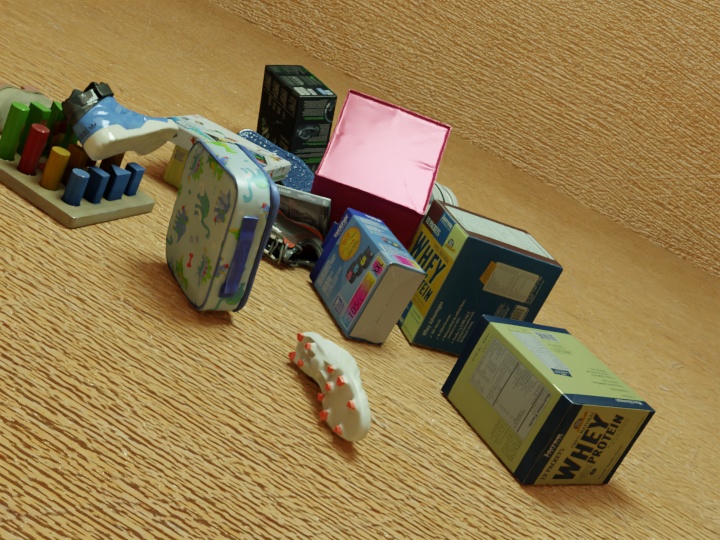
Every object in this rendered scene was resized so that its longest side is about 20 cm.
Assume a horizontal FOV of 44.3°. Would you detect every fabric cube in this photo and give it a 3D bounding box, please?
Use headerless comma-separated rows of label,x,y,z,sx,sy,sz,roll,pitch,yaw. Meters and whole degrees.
fabric cube,0.024,-0.150,1.536,0.194,0.200,0.202,21,60,-1

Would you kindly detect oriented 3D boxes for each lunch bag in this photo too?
lunch bag,-0.184,-0.055,1.164,0.082,0.202,0.161,2,29,-36

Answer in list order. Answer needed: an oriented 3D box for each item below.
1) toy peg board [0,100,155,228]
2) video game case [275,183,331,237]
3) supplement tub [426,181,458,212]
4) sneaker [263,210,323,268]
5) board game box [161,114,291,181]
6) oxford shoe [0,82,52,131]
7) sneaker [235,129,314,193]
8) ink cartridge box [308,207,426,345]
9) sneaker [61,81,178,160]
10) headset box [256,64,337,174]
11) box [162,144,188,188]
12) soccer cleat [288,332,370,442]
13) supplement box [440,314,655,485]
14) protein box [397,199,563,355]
toy peg board,-0.417,-0.166,1.286,0.198,0.099,0.200,32,21,13
video game case,-0.146,-0.110,1.446,0.197,0.019,0.143,17,-17,1
supplement tub,0.091,-0.121,1.772,0.198,0.142,0.140,5,29,-47
sneaker,-0.136,-0.052,1.411,0.198,0.078,0.082,15,29,-30
board game box,-0.228,-0.205,1.495,0.198,0.035,0.126,28,19,11
oxford shoe,-0.530,-0.245,1.379,0.074,0.071,0.200,33,21,0
sneaker,-0.174,-0.203,1.739,0.199,0.071,0.078,38,-22,-22
ink cartridge box,0.000,0.000,1.359,0.076,0.137,0.200,19,21,-33
sneaker,-0.357,-0.230,1.309,0.112,0.076,0.200,55,29,3
headset box,-0.140,-0.303,1.850,0.092,0.202,0.174,-7,34,-30
box,-0.282,-0.201,1.583,0.050,0.076,0.200,27,21,4
soccer cleat,-0.023,0.139,1.096,0.077,0.070,0.200,17,19,-33
supplement box,0.263,0.183,1.251,0.198,0.135,0.200,11,26,-39
protein box,0.181,0.023,1.444,0.198,0.200,0.135,16,22,-28
